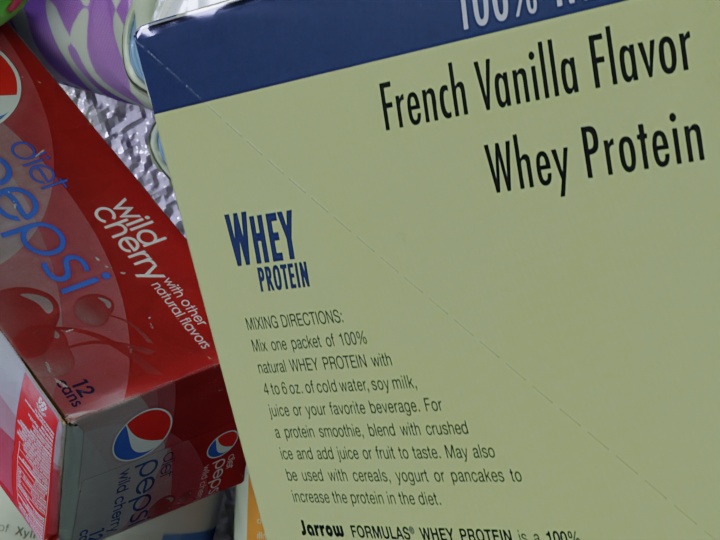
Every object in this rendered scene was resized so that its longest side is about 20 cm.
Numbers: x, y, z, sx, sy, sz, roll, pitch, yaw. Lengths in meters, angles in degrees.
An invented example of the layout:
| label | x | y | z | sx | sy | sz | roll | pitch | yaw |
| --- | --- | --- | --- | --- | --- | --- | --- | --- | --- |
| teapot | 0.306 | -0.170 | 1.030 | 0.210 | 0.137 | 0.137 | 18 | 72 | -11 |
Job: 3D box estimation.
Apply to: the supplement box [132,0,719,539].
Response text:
| label | x | y | z | sx | sy | sz | roll | pitch | yaw |
| --- | --- | --- | --- | --- | --- | --- | --- | --- | --- |
| supplement box | 0.076 | 0.014 | 0.550 | 0.200 | 0.134 | 0.200 | -8 | 99 | 54 |

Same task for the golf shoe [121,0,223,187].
| label | x | y | z | sx | sy | sz | roll | pitch | yaw |
| --- | --- | --- | --- | --- | --- | --- | --- | --- | --- |
| golf shoe | 0.000 | 0.000 | 0.691 | 0.078 | 0.097 | 0.200 | -32 | 97 | -16 |

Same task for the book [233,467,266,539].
| label | x | y | z | sx | sy | sz | roll | pitch | yaw |
| --- | --- | --- | --- | --- | --- | --- | --- | --- | --- |
| book | 0.027 | 0.071 | 0.772 | 0.133 | 0.048 | 0.200 | 3 | 88 | 27 |

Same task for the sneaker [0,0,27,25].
| label | x | y | z | sx | sy | sz | roll | pitch | yaw |
| --- | --- | --- | --- | --- | --- | --- | --- | --- | --- |
| sneaker | -0.141 | -0.166 | 0.758 | 0.084 | 0.077 | 0.200 | -3 | 64 | 6 |

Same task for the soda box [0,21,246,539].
| label | x | y | z | sx | sy | sz | roll | pitch | yaw |
| --- | --- | --- | --- | --- | --- | --- | --- | --- | --- |
| soda box | -0.110 | -0.012 | 0.737 | 0.200 | 0.070 | 0.063 | 49 | 145 | 31 |

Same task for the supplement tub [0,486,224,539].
| label | x | y | z | sx | sy | sz | roll | pitch | yaw |
| --- | --- | --- | --- | --- | --- | --- | --- | --- | --- |
| supplement tub | -0.124 | 0.125 | 0.807 | 0.132 | 0.132 | 0.200 | 18 | 96 | 31 |

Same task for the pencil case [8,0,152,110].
| label | x | y | z | sx | sy | sz | roll | pitch | yaw |
| --- | --- | --- | --- | --- | --- | --- | --- | --- | --- |
| pencil case | -0.095 | -0.103 | 0.811 | 0.200 | 0.084 | 0.086 | 16 | 103 | 45 |
